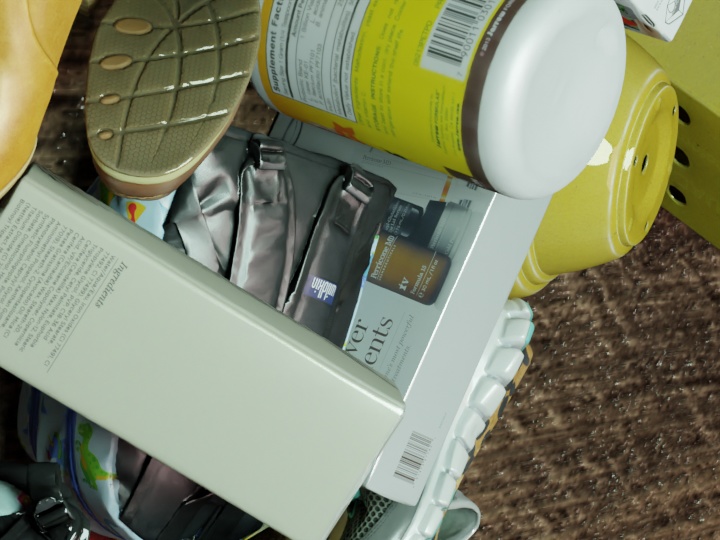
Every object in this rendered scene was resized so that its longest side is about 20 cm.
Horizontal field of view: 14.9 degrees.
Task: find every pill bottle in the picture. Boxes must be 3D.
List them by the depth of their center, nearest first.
[{"bbox_3d":[0.020,-0.112,1.324,0.109,0.200,0.109,-32,133,-42],"label":"pill bottle"}]

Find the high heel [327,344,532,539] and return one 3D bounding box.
[{"bbox_3d":[0.050,0.130,1.533,0.142,0.071,0.200,-13,104,-36],"label":"high heel"}]

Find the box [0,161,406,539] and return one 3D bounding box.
[{"bbox_3d":[-0.084,0.037,1.227,0.082,0.200,0.068,-56,-172,5],"label":"box"}]

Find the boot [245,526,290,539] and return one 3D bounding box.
[{"bbox_3d":[-0.026,0.205,1.349,0.073,0.156,0.200,-29,176,-14],"label":"boot"}]

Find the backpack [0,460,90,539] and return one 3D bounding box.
[{"bbox_3d":[-0.223,0.164,1.207,0.200,0.126,0.167,-3,99,-54],"label":"backpack"}]

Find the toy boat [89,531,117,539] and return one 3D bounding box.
[{"bbox_3d":[-0.114,0.224,1.395,0.131,0.131,0.200,-51,144,-23],"label":"toy boat"}]

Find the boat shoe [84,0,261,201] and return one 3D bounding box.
[{"bbox_3d":[-0.081,-0.105,1.252,0.068,0.072,0.200,102,-1,-51],"label":"boat shoe"}]

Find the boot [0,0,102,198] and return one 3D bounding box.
[{"bbox_3d":[-0.158,-0.122,1.156,0.144,0.071,0.201,93,22,-55],"label":"boot"}]

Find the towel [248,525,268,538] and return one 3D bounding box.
[{"bbox_3d":[-0.055,0.176,1.490,0.086,0.018,0.200,-35,113,-41],"label":"towel"}]

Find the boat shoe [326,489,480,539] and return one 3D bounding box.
[{"bbox_3d":[-0.007,0.161,1.573,0.200,0.067,0.074,-33,133,-42],"label":"boat shoe"}]

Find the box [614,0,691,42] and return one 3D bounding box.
[{"bbox_3d":[0.057,-0.173,1.341,0.035,0.200,0.110,-64,148,-6],"label":"box"}]

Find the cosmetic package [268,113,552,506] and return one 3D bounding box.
[{"bbox_3d":[0.000,0.000,1.408,0.052,0.151,0.200,27,85,-51],"label":"cosmetic package"}]

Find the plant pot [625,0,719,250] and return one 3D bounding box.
[{"bbox_3d":[0.248,-0.121,1.645,0.176,0.200,0.200,-41,154,-20],"label":"plant pot"}]

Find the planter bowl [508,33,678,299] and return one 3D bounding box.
[{"bbox_3d":[0.123,-0.066,1.511,0.200,0.083,0.201,14,90,-71],"label":"planter bowl"}]

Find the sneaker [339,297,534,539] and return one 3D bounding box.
[{"bbox_3d":[0.013,0.086,1.445,0.200,0.091,0.078,-63,-176,-26],"label":"sneaker"}]

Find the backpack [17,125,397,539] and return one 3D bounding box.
[{"bbox_3d":[-0.083,0.038,1.333,0.163,0.154,0.200,12,80,-49],"label":"backpack"}]
